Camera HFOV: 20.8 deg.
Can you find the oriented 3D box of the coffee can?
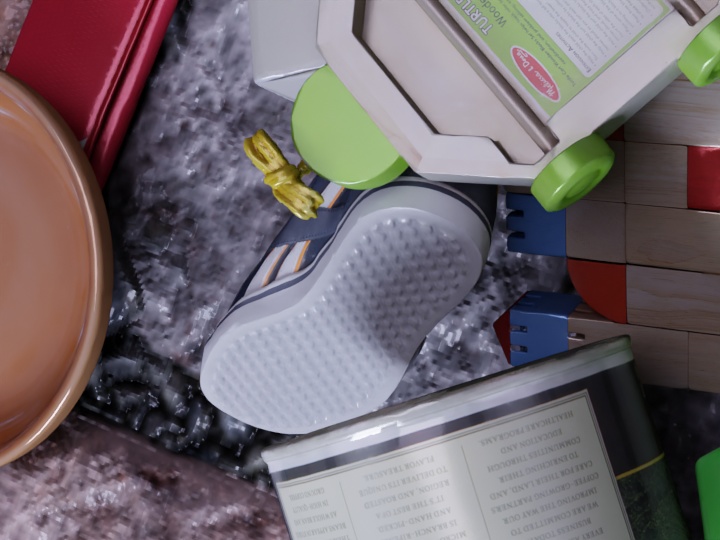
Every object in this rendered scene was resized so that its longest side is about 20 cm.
[{"bbox_3d":[0.061,0.140,0.724,0.146,0.146,0.201,-19,87,20],"label":"coffee can"}]

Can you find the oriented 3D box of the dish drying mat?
[{"bbox_3d":[-0.134,-0.111,0.950,0.077,0.018,0.201,22,92,26],"label":"dish drying mat"}]

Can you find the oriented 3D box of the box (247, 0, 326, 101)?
[{"bbox_3d":[0.018,-0.171,0.824,0.109,0.128,0.201,-7,82,20],"label":"box"}]

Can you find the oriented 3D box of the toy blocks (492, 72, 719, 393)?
[{"bbox_3d":[0.118,-0.034,0.771,0.136,0.100,0.201,7,113,24],"label":"toy blocks"}]

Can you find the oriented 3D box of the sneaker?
[{"bbox_3d":[0.000,0.000,0.825,0.200,0.078,0.080,-42,25,49],"label":"sneaker"}]

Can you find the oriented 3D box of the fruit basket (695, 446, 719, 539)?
[{"bbox_3d":[0.239,0.131,0.686,0.215,0.155,0.216,-14,60,25],"label":"fruit basket"}]

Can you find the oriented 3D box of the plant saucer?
[{"bbox_3d":[-0.196,-0.002,0.936,0.199,0.037,0.201,0,91,29],"label":"plant saucer"}]

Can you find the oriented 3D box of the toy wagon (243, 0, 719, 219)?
[{"bbox_3d":[0.043,-0.095,0.718,0.200,0.040,0.155,-41,74,10],"label":"toy wagon"}]
